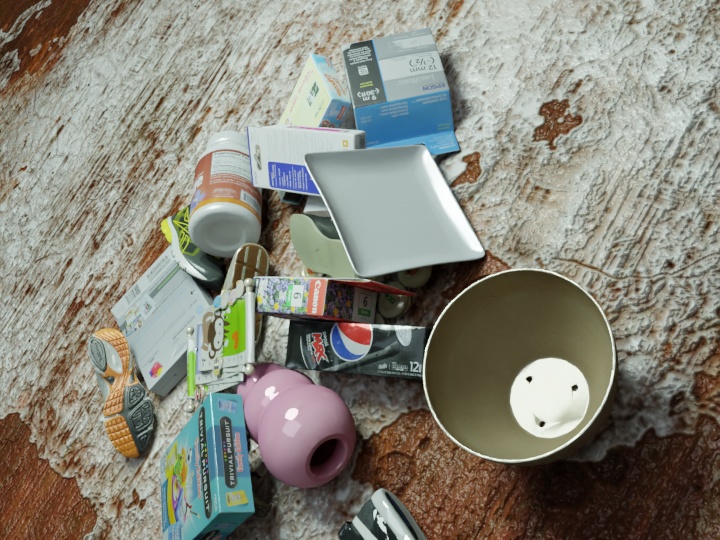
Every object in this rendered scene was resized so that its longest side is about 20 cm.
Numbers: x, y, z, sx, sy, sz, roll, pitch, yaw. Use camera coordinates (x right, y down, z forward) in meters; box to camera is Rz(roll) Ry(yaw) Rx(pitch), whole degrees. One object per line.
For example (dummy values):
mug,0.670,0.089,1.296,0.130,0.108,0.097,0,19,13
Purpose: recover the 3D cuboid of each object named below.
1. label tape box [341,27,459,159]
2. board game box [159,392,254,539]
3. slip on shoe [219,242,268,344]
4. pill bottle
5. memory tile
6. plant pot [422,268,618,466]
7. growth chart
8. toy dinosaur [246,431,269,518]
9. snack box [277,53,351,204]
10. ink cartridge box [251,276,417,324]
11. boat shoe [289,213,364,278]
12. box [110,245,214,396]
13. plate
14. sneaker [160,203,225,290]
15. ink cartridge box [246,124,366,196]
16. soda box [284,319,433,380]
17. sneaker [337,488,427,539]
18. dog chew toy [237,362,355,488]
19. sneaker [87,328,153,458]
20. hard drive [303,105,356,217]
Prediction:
label tape box,0.057,-0.256,1.071,0.141,0.066,0.202,-11,56,0
board game box,-0.205,0.273,0.940,0.200,0.046,0.152,-50,42,41
slip on shoe,-0.185,0.060,1.096,0.061,0.075,0.203,150,131,-71
pill bottle,-0.213,-0.129,1.170,0.111,0.112,0.202,-24,45,20
memory tile,0.000,0.000,1.014,0.200,0.017,0.154,42,102,38
plant pot,0.182,0.117,0.777,0.198,0.134,0.203,-14,58,25
growth chart,-0.194,0.101,1.003,0.199,0.018,0.147,-32,59,45
toy dinosaur,-0.170,0.239,0.996,0.088,0.047,0.200,-53,46,11
snack box,-0.086,-0.216,1.129,0.201,0.037,0.117,-57,41,37
ink cartridge box,-0.038,0.042,0.946,0.198,0.108,0.051,1,80,39
boat shoe,-0.036,-0.035,1.008,0.201,0.062,0.075,27,126,52
box,-0.311,0.076,1.177,0.156,0.041,0.200,-46,49,4
plate,0.040,-0.077,0.953,0.202,0.197,0.032,65,146,27
sneaker,-0.264,-0.048,1.190,0.085,0.074,0.200,-45,50,3
ink cartridge box,-0.080,-0.161,1.066,0.198,0.037,0.096,11,115,30
soda box,0.004,0.101,0.924,0.198,0.071,0.064,0,81,28
sneaker,0.041,0.350,0.792,0.112,0.073,0.200,-47,42,6
dog chew toy,-0.094,0.185,0.933,0.125,0.124,0.199,-54,42,-4
sneaker,-0.372,0.195,1.142,0.075,0.092,0.202,-12,72,-20
hard drive,-0.006,-0.177,1.125,0.131,0.025,0.202,0,66,32
